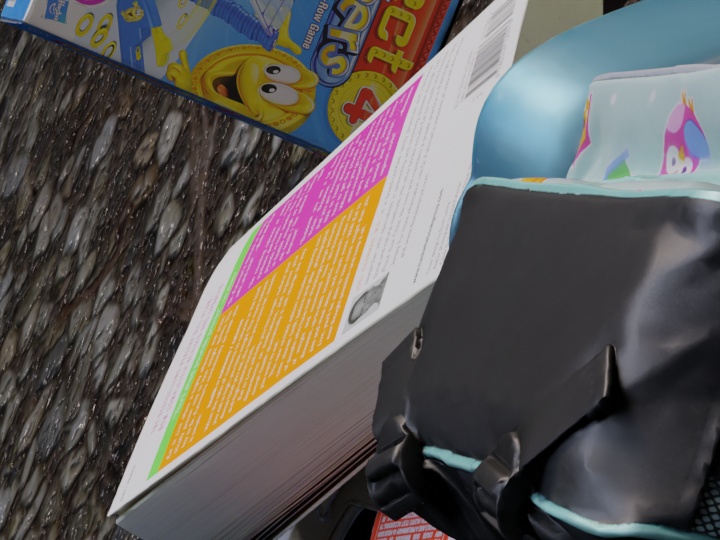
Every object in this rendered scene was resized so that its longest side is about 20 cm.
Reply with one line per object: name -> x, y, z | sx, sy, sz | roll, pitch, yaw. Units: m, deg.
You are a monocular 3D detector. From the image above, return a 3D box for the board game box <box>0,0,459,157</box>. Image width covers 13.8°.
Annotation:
board game box -> -0.043, -0.173, 1.421 | 0.200, 0.196, 0.056 | -68, 19, 0

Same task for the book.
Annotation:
book -> 0.000, 0.000, 0.970 | 0.200, 0.048, 0.134 | -41, 26, 47

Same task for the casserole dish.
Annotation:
casserole dish -> 0.121, -0.025, 0.843 | 0.039, 0.200, 0.121 | 31, 137, 58

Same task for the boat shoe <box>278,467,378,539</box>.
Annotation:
boat shoe -> 0.023, 0.062, 1.034 | 0.200, 0.075, 0.068 | -52, 51, 28

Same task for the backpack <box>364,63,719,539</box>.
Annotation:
backpack -> 0.127, 0.035, 0.733 | 0.154, 0.200, 0.176 | -65, 18, -10

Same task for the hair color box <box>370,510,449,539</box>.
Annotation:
hair color box -> 0.049, 0.149, 0.945 | 0.064, 0.111, 0.200 | -16, 55, 63

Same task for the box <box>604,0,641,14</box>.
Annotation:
box -> 0.137, -0.189, 1.134 | 0.158, 0.050, 0.200 | 132, 155, -71

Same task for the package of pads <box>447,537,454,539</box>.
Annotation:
package of pads -> 0.085, 0.098, 0.890 | 0.076, 0.120, 0.200 | -29, 43, 61
